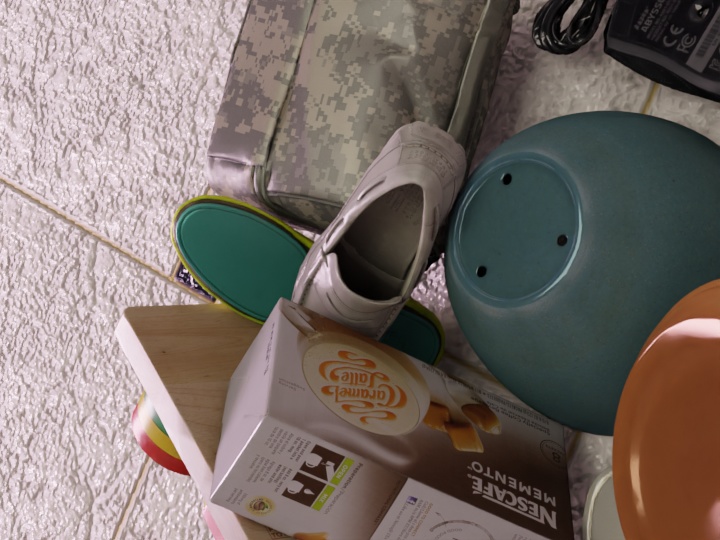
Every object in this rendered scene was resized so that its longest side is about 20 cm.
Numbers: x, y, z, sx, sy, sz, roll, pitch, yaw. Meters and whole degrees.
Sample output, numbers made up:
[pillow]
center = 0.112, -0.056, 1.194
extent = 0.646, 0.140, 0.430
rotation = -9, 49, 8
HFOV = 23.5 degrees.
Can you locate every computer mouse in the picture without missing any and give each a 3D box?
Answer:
[computer mouse]
center = 0.210, -0.158, 1.068
extent = 0.139, 0.053, 0.200
rotation = -55, 45, 2

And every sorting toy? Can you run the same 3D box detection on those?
[sorting toy]
center = -0.043, 0.116, 1.107
extent = 0.199, 0.199, 0.070
rotation = 56, 129, 32

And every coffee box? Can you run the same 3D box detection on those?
[coffee box]
center = 0.020, 0.113, 1.023
extent = 0.080, 0.199, 0.115
rotation = -56, 16, 32

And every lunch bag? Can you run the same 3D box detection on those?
[lunch bag]
center = 0.010, -0.111, 1.144
extent = 0.167, 0.139, 0.202
rotation = 11, 80, 44

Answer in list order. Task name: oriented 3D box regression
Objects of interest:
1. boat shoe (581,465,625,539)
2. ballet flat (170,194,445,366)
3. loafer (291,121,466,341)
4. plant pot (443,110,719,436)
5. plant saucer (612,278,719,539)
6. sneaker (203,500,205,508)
[boat shoe]
center = 0.156, 0.215, 1.007
extent = 0.074, 0.062, 0.202
rotation = -6, 73, 38
[ballet flat]
center = -0.035, 0.011, 1.141
extent = 0.067, 0.199, 0.067
rotation = -61, 7, 10
[loafer]
center = 0.000, 0.000, 1.046
extent = 0.069, 0.070, 0.201
rotation = 27, 125, 0
[plant pot]
center = 0.127, -0.010, 1.039
extent = 0.199, 0.134, 0.202
rotation = -10, 72, 35
[plant saucer]
center = 0.190, 0.102, 0.897
extent = 0.200, 0.037, 0.202
rotation = -8, 81, 62
[sneaker]
center = -0.054, 0.165, 1.183
extent = 0.090, 0.074, 0.201
rotation = -56, 51, 33
